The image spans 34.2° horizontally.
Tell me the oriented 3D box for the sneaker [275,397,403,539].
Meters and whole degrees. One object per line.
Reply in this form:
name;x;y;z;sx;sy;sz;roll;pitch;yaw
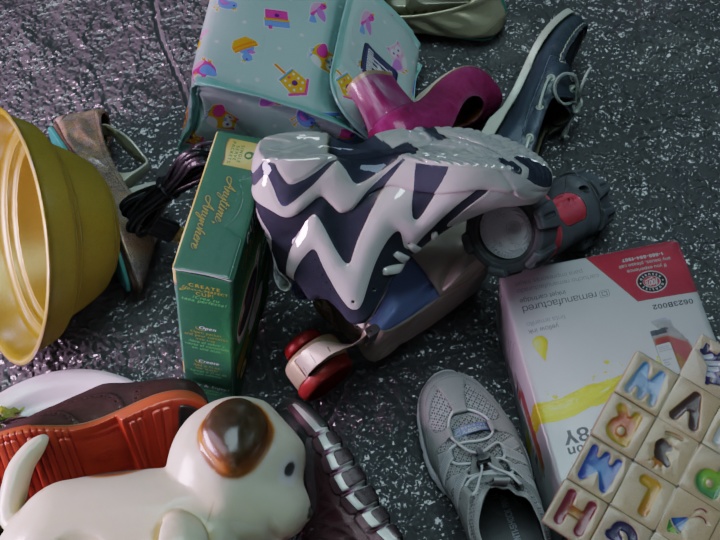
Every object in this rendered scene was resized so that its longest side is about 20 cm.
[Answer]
sneaker;-0.038;0.190;0.818;0.115;0.076;0.201;-31;61;-12

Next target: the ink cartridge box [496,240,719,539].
ink cartridge box;0.191;0.093;0.858;0.143;0.084;0.202;-10;57;-2

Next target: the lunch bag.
lunch bag;-0.045;-0.167;1.022;0.198;0.122;0.172;14;53;-7

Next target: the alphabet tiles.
alphabet tiles;0.222;0.151;0.769;0.165;0.006;0.201;31;78;7

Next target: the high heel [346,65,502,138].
high heel;0.075;-0.119;0.977;0.067;0.199;0.096;-41;70;29

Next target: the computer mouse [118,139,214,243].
computer mouse;-0.093;-0.040;0.945;0.140;0.199;0.047;-27;65;36

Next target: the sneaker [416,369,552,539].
sneaker;0.097;0.150;0.828;0.074;0.082;0.201;-19;58;-9

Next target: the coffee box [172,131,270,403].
coffee box;-0.099;0.006;0.862;0.043;0.201;0.124;12;59;2

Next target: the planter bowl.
planter bowl;-0.246;-0.031;0.930;0.083;0.201;0.201;-7;52;-34

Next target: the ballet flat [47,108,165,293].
ballet flat;-0.206;-0.070;1.001;0.067;0.068;0.201;-22;60;-18

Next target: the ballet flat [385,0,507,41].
ballet flat;0.040;-0.257;1.105;0.197;0.070;0.070;1;57;4

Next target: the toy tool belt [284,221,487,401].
toy tool belt;0.000;0.000;0.901;0.199;0.125;0.123;-32;73;-24

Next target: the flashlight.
flashlight;0.142;-0.044;0.890;0.068;0.068;0.200;40;27;14

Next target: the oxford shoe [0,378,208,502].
oxford shoe;-0.203;0.124;0.834;0.198;0.072;0.073;-12;21;-11

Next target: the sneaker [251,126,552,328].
sneaker;0.027;-0.023;0.789;0.197;0.131;0.080;-3;26;-6

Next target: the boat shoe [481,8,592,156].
boat shoe;0.158;-0.142;1.017;0.061;0.075;0.201;23;63;19

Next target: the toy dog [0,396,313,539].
toy dog;-0.122;0.167;0.769;0.199;0.140;0.195;-34;63;-3

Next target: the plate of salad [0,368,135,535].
plate of salad;-0.225;0.158;0.865;0.197;0.048;0.202;-2;58;3
